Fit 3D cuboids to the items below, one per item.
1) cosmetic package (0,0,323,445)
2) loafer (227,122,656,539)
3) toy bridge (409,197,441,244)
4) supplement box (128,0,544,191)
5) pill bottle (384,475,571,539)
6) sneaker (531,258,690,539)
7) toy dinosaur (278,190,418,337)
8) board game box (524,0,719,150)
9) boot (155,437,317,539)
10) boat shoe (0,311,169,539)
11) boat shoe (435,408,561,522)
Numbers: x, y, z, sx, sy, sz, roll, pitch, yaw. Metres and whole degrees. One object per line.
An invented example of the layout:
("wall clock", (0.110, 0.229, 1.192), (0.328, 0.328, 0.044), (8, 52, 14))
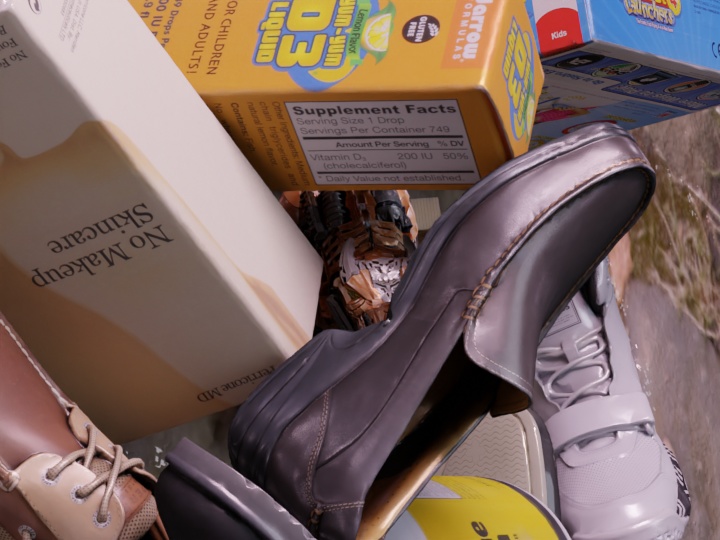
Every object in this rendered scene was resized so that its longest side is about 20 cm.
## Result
("cosmetic package", (-0.108, -0.031, 0.957), (0.200, 0.105, 0.071), (52, 30, -32))
("loafer", (0.044, 0.029, 0.958), (0.072, 0.200, 0.073), (43, -3, 38))
("toy bridge", (0.045, 0.064, 1.245), (0.067, 0.027, 0.202), (-7, 86, -59))
("supplement box", (-0.031, -0.074, 1.002), (0.069, 0.198, 0.067), (72, 25, -49))
("pill bottle", (0.006, 0.143, 1.072), (0.199, 0.111, 0.113), (7, 73, -57))
("sneaker", (0.104, 0.058, 1.243), (0.200, 0.075, 0.116), (-100, 170, -65))
("toy dinosaur", (0.000, 0.000, 1.091), (0.200, 0.101, 0.137), (-66, 157, -64))
("board game box", (0.065, -0.097, 1.175), (0.199, 0.195, 0.056), (4, 75, -58))
("boot", (-0.073, 0.185, 0.911), (0.200, 0.066, 0.165), (-47, 115, -11))
("boat shoe", (-0.108, 0.087, 0.950), (0.201, 0.071, 0.076), (63, 34, -22))
("boat shoe", (0.069, 0.162, 1.187), (0.067, 0.071, 0.202), (4, 84, -56))
